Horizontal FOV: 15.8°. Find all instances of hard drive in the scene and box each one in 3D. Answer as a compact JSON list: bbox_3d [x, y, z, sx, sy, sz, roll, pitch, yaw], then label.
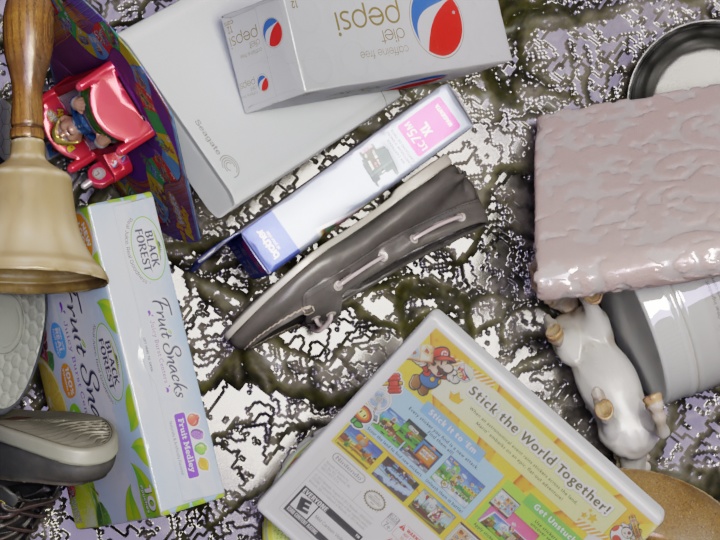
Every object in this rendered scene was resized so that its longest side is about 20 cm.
[{"bbox_3d":[-0.068,-0.130,1.702,0.132,0.027,0.200,55,42,-1],"label":"hard drive"}]

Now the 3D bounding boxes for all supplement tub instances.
[{"bbox_3d":[0.267,-0.005,1.741,0.199,0.132,0.132,-22,89,-6],"label":"supplement tub"}]

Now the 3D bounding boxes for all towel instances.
[{"bbox_3d":[0.211,-0.055,1.692,0.199,0.191,0.032,-9,126,10],"label":"towel"}]

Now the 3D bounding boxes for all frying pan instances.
[{"bbox_3d":[0.223,-0.082,1.790,0.115,0.031,0.191,29,95,2],"label":"frying pan"}]

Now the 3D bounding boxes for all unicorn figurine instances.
[{"bbox_3d":[0.165,0.088,1.738,0.073,0.137,0.201,-10,73,3],"label":"unicorn figurine"}]

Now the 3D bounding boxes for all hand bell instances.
[{"bbox_3d":[-0.204,-0.091,1.600,0.104,0.104,0.201,2,81,-6],"label":"hand bell"}]

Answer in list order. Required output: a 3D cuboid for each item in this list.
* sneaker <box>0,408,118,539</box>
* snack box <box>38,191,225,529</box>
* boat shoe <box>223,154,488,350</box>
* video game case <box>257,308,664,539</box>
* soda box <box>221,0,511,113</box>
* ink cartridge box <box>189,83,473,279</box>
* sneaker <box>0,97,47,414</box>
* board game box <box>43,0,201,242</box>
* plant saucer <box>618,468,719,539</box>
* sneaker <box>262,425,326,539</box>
[{"bbox_3d":[-0.215,0.146,1.662,0.075,0.200,0.107,-4,93,-36],"label":"sneaker"},{"bbox_3d":[-0.160,0.062,1.682,0.053,0.142,0.201,-13,88,-31],"label":"snack box"},{"bbox_3d":[0.000,0.000,1.744,0.200,0.067,0.057,-38,86,-10],"label":"boat shoe"},{"bbox_3d":[0.064,0.154,1.676,0.200,0.023,0.182,42,108,-2],"label":"video game case"},{"bbox_3d":[0.007,-0.153,1.704,0.200,0.064,0.068,-13,89,-43],"label":"soda box"},{"bbox_3d":[-0.022,-0.048,1.717,0.200,0.119,0.042,-34,92,-8],"label":"ink cartridge box"},{"bbox_3d":[-0.284,-0.005,1.687,0.146,0.077,0.203,-5,88,27],"label":"sneaker"},{"bbox_3d":[-0.172,-0.091,1.660,0.039,0.200,0.158,-35,56,-19],"label":"board game box"},{"bbox_3d":[0.170,0.228,1.721,0.199,0.035,0.201,1,113,1],"label":"plant saucer"},{"bbox_3d":[0.008,0.124,1.726,0.078,0.090,0.200,42,85,-4],"label":"sneaker"}]
